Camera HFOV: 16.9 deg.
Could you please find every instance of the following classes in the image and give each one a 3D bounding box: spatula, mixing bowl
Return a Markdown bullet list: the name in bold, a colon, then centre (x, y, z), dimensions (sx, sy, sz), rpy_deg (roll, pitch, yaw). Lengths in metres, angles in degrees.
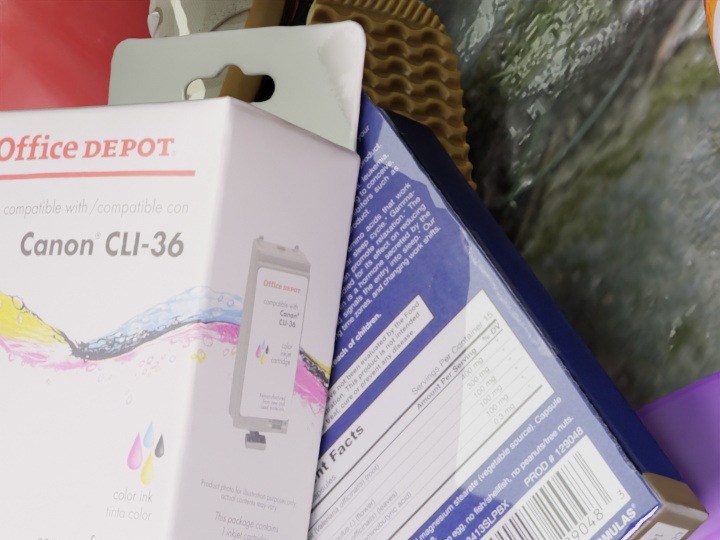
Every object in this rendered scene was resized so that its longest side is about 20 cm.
- **spatula**: centre (0.138, 0.020, 0.668), dimensions (0.200, 0.021, 0.057), rpy_deg (-41, 42, 30)
- **mixing bowl**: centre (-0.134, -0.090, 1.025), dimensions (0.200, 0.108, 0.200), rpy_deg (-40, 18, 16)

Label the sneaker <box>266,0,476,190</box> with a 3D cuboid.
- **sneaker**: centre (0.000, 0.000, 0.858), dimensions (0.090, 0.075, 0.200), rpy_deg (122, 154, -54)

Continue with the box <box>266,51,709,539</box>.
- **box**: centre (0.006, 0.039, 0.739), dimensions (0.121, 0.032, 0.200), rpy_deg (-47, 55, 19)

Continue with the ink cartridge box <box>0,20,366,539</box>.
- **ink cartridge box**: centre (-0.070, 0.014, 0.743), dimensions (0.116, 0.067, 0.200), rpy_deg (0, 77, 38)

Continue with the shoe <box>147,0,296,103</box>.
- **shoe**: centre (-0.050, -0.109, 0.901), dimensions (0.070, 0.053, 0.200), rpy_deg (103, -177, -69)

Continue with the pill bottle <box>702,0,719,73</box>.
- **pill bottle**: centre (0.143, -0.131, 0.692), dimensions (0.113, 0.113, 0.200), rpy_deg (-40, 37, 32)
